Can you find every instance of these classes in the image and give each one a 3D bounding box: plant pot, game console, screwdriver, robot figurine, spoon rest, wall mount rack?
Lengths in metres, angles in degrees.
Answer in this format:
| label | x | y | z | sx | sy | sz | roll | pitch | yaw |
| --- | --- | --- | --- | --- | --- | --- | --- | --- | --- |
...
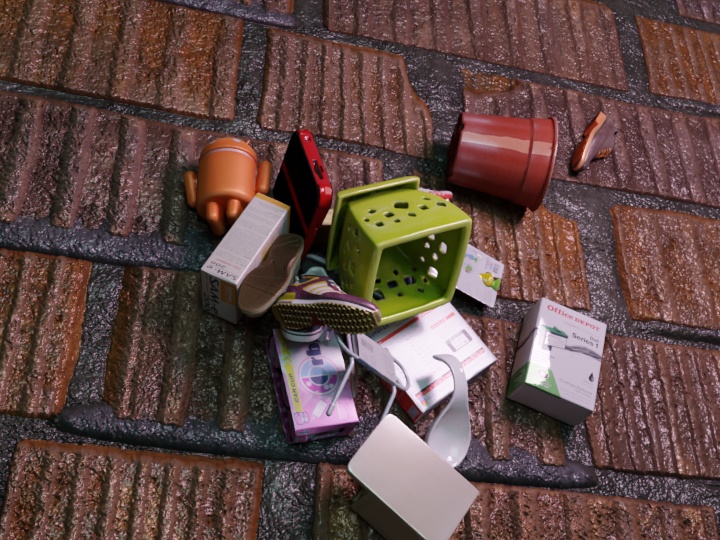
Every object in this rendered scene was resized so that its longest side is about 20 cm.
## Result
| label | x | y | z | sx | sy | sz | roll | pitch | yaw |
| --- | --- | --- | --- | --- | --- | --- | --- | --- | --- |
| plant pot | 0.051 | -0.044 | 1.576 | 0.199 | 0.199 | 0.182 | -16 | 47 | -28 |
| game console | -0.109 | -0.143 | 1.669 | 0.031 | 0.177 | 0.200 | 0 | 48 | -24 |
| screwdriver | -0.019 | 0.147 | 1.600 | 0.029 | 0.028 | 0.200 | 16 | 39 | -11 |
| robot figurine | -0.252 | -0.165 | 1.690 | 0.116 | 0.144 | 0.201 | 24 | 50 | -36 |
| spoon rest | 0.153 | 0.247 | 1.562 | 0.099 | 0.061 | 0.201 | 0 | 91 | -35 |
| wall mount rack | 0.002 | 0.180 | 1.504 | 0.200 | 0.074 | 0.174 | 37 | 31 | -36 |
| plant pot | 0.288 | -0.240 | 1.884 | 0.195 | 0.201 | 0.201 | 11 | 56 | -2 |

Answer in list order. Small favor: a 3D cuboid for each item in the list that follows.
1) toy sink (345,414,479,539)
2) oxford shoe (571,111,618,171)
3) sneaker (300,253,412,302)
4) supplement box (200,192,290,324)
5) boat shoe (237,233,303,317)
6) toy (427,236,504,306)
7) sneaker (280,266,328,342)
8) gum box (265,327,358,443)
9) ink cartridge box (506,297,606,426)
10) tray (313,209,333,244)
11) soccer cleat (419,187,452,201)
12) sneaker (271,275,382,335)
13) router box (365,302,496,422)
| label | x | y | z | sx | sy | sz | roll | pitch | yaw |
| --- | --- | --- | --- | --- | --- | --- | --- | --- | --- |
| toy sink | 0.067 | 0.358 | 1.477 | 0.200 | 0.112 | 0.130 | 41 | 56 | 3 |
| oxford shoe | 0.542 | -0.285 | 2.061 | 0.073 | 0.071 | 0.200 | 36 | 55 | -1 |
| sneaker | 0.000 | 0.001 | 1.701 | 0.202 | 0.077 | 0.146 | 28 | 44 | 12 |
| supplement box | -0.203 | -0.023 | 1.607 | 0.073 | 0.126 | 0.200 | 24 | 54 | 10 |
| boat shoe | -0.150 | 0.019 | 1.557 | 0.072 | 0.065 | 0.200 | 13 | 44 | 13 |
| toy | 0.181 | -0.008 | 1.781 | 0.200 | 0.047 | 0.115 | 27 | 51 | -6 |
| sneaker | -0.095 | 0.054 | 1.573 | 0.078 | 0.080 | 0.200 | 5 | 21 | 2 |
| gum box | -0.084 | 0.197 | 1.552 | 0.113 | 0.066 | 0.201 | -5 | 61 | -22 |
| ink cartridge box | 0.375 | 0.171 | 1.712 | 0.146 | 0.084 | 0.200 | 23 | 56 | -5 |
| tray | -0.011 | -0.082 | 1.728 | 0.199 | 0.099 | 0.037 | -2 | 71 | -19 |
| soccer cleat | 0.094 | -0.146 | 1.826 | 0.199 | 0.069 | 0.085 | -15 | 69 | -21 |
| sneaker | -0.046 | 0.047 | 1.456 | 0.199 | 0.075 | 0.090 | 4 | 44 | 30 |
| router box | 0.122 | 0.152 | 1.660 | 0.200 | 0.049 | 0.180 | -29 | 72 | -31 |
